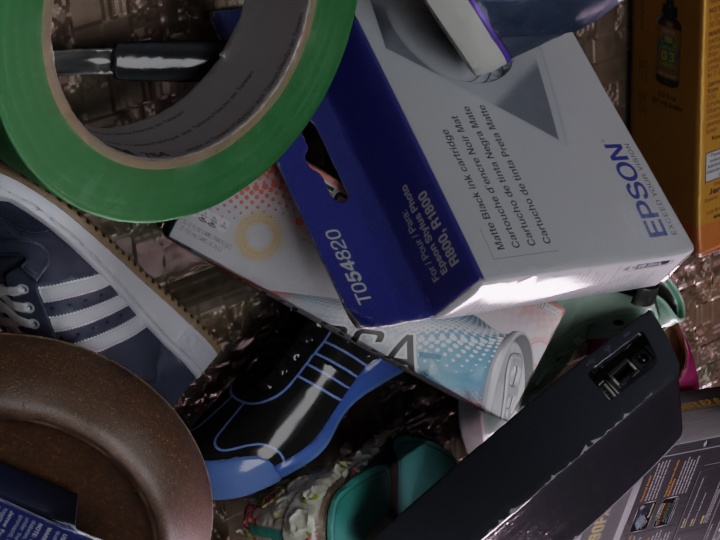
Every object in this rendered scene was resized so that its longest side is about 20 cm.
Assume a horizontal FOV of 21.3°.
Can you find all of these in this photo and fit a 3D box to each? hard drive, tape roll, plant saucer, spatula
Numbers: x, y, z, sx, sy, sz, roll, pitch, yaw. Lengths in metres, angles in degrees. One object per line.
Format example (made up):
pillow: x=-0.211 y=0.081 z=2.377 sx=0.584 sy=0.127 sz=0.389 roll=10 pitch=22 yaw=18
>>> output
hard drive: x=0.097 y=0.118 z=1.049 sx=0.200 sy=0.042 sz=0.135 roll=-39 pitch=154 yaw=-9
tape roll: x=-0.089 y=-0.123 z=0.844 sx=0.200 sy=0.048 sz=0.202 roll=-22 pitch=125 yaw=-35
plant saucer: x=-0.170 y=0.125 z=0.914 sx=0.199 sy=0.035 sz=0.202 roll=-2 pitch=116 yaw=-3
spatula: x=-0.130 y=-0.098 z=0.901 sx=0.199 sy=0.021 sz=0.057 roll=-5 pitch=105 yaw=-26

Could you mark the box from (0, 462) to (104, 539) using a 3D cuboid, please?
box: x=-0.215 y=0.130 z=0.876 sx=0.199 sy=0.032 sz=0.122 roll=26 pitch=112 yaw=-16

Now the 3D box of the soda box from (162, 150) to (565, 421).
soda box: x=0.000 y=0.000 z=0.974 sx=0.199 sy=0.064 sz=0.069 roll=29 pitch=87 yaw=-8

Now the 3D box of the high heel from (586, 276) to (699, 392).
high heel: x=0.184 y=0.042 z=1.173 sx=0.067 sy=0.096 sz=0.200 roll=-46 pitch=129 yaw=-16

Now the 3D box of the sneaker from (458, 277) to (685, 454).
sneaker: x=0.120 y=0.046 z=1.085 sx=0.074 sy=0.117 sz=0.201 roll=-66 pitch=163 yaw=-50

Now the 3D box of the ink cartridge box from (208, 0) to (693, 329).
ink cartridge box: x=0.047 y=-0.072 z=0.968 sx=0.199 sy=0.200 sz=0.041 roll=-9 pitch=151 yaw=-35

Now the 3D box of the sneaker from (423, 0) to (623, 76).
sneaker: x=0.070 y=-0.206 z=0.915 sx=0.146 sy=0.081 sz=0.201 roll=-32 pitch=115 yaw=4

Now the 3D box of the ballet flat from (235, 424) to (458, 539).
ballet flat: x=-0.005 y=0.126 z=1.077 sx=0.200 sy=0.063 sz=0.076 roll=2 pitch=88 yaw=-65

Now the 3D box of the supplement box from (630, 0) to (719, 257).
supplement box: x=0.204 y=-0.116 z=1.144 sx=0.068 sy=0.066 sz=0.201 roll=-21 pitch=121 yaw=-29

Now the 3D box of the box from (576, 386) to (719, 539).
box: x=0.168 y=0.175 z=1.224 sx=0.158 sy=0.048 sz=0.201 roll=-6 pitch=125 yaw=-35

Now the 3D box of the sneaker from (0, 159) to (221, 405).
sneaker: x=-0.158 y=0.028 z=0.924 sx=0.109 sy=0.070 sz=0.200 roll=-53 pitch=134 yaw=-9

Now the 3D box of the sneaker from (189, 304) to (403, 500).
sneaker: x=-0.026 y=0.040 z=1.035 sx=0.200 sy=0.070 sz=0.078 roll=-38 pitch=126 yaw=-28
